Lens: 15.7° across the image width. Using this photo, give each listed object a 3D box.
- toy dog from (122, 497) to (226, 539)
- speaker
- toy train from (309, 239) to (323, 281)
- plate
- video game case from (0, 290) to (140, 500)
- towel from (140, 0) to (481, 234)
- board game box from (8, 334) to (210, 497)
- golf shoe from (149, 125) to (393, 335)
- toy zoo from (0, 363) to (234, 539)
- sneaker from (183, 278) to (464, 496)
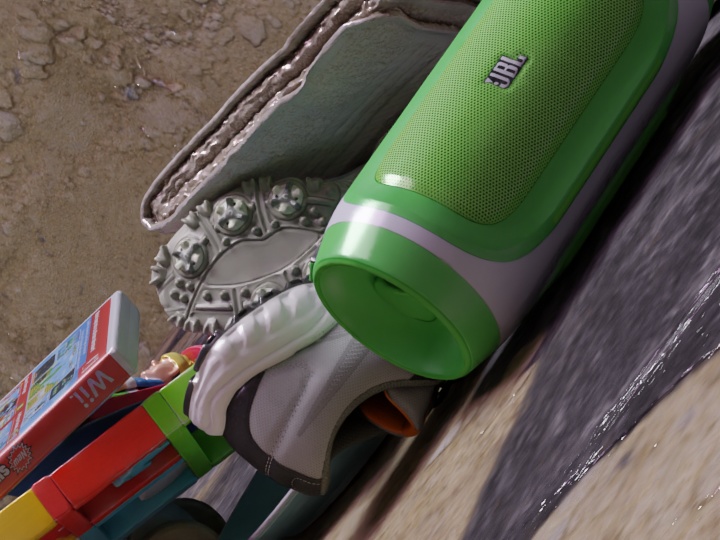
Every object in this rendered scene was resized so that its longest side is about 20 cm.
[{"bbox_3d":[-0.143,0.180,1.290,0.200,0.096,0.132,-55,5,-24],"label":"toy dog"},{"bbox_3d":[0.063,-0.056,1.033,0.200,0.088,0.088,-55,5,-23],"label":"speaker"},{"bbox_3d":[0.000,0.000,1.166,0.200,0.042,0.057,-57,-21,-35],"label":"toy train"},{"bbox_3d":[-0.002,0.063,1.212,0.200,0.026,0.200,-54,5,6],"label":"plate"},{"bbox_3d":[-0.179,0.094,1.208,0.200,0.017,0.143,-44,10,4],"label":"video game case"},{"bbox_3d":[-0.007,-0.076,1.319,0.132,0.035,0.200,6,-39,-44],"label":"towel"},{"bbox_3d":[-0.112,0.066,1.310,0.158,0.039,0.200,-23,-11,5],"label":"board game box"},{"bbox_3d":[-0.005,-0.017,1.317,0.199,0.079,0.097,-22,-14,9],"label":"golf shoe"},{"bbox_3d":[-0.129,0.111,1.195,0.200,0.020,0.131,-37,-12,-6],"label":"toy zoo"},{"bbox_3d":[0.021,0.022,1.080,0.200,0.079,0.074,-39,-20,-25],"label":"sneaker"}]
